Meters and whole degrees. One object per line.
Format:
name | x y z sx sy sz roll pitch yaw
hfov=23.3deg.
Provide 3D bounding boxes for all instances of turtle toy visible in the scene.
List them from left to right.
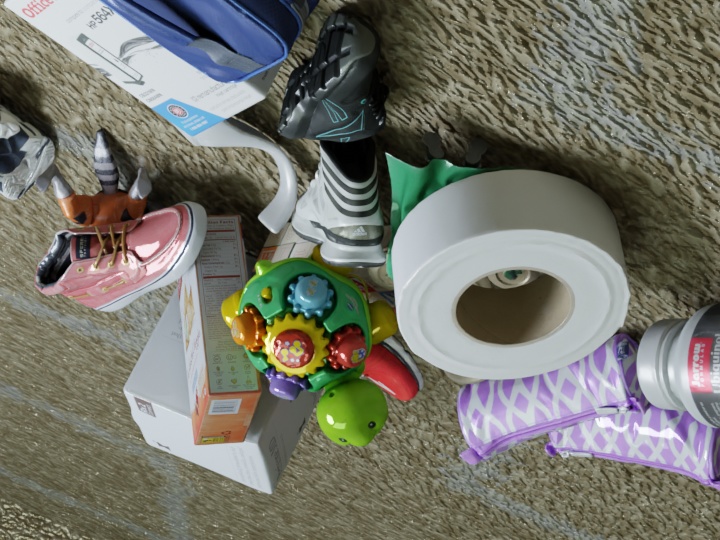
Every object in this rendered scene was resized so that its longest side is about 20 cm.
turtle toy | -0.041 0.074 1.641 0.146 0.101 0.200 -30 104 20

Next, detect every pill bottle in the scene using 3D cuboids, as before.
pill bottle | 0.341 0.082 1.498 0.200 0.111 0.111 -2 145 47

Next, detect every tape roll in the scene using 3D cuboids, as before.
tape roll | 0.128 0.007 1.493 0.202 0.071 0.203 -2 138 -2

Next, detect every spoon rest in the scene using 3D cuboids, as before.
spoon rest | -0.121 -0.122 1.599 0.200 0.061 0.099 50 175 -35

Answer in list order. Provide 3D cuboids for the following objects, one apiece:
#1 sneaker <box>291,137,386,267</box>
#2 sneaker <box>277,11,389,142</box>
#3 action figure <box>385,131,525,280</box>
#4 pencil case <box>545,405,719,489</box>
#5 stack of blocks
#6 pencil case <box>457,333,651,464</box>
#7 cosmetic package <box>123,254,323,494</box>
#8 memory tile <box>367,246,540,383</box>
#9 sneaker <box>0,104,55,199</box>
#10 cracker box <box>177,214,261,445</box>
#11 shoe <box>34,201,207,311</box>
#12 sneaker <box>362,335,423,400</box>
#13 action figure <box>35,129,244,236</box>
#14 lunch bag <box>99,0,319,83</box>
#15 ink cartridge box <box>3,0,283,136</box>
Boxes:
sneaker | -0.013 -0.079 1.584 0.076 0.116 0.201 0 -167 -14
sneaker | -0.009 -0.154 1.425 0.079 0.076 0.200 16 166 -12
action figure | 0.066 -0.037 1.531 0.118 0.055 0.200 10 139 -3
pencil case | 0.280 0.160 1.742 0.200 0.086 0.084 7 152 36
stack of blocks | 0.000 0.000 1.735 0.115 0.059 0.200 39 154 -30
pencil case | 0.191 0.127 1.702 0.200 0.086 0.084 -21 140 30
cosmetic package | -0.136 0.107 1.922 0.165 0.200 0.165 20 157 13
memory tile | 0.110 0.029 1.642 0.153 0.017 0.200 -19 132 23
sneaker | -0.401 -0.151 1.814 0.130 0.080 0.199 42 -177 13
cracker box | -0.146 0.061 1.775 0.058 0.200 0.134 -2 153 -13
shoe | -0.243 -0.017 1.748 0.091 0.072 0.200 14 148 -38
sneaker | -0.027 0.085 1.758 0.200 0.085 0.077 34 157 -21
action figure | -0.228 -0.064 1.837 0.200 0.105 0.194 -9 157 4
lunch bag | -0.124 -0.233 1.270 0.200 0.132 0.136 33 156 -20
ink cartridge box | -0.172 -0.211 1.428 0.200 0.084 0.146 34 156 -21
